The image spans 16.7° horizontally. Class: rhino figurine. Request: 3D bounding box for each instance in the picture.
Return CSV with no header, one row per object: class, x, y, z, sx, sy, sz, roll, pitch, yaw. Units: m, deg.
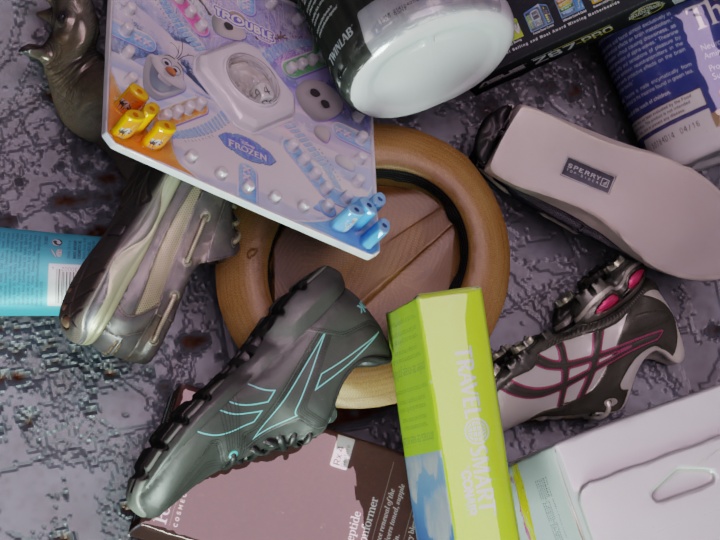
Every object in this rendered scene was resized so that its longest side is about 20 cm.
rhino figurine,-0.157,-0.118,1.641,0.200,0.060,0.087,45,98,1

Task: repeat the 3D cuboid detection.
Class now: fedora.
fedora,0.000,0.000,1.642,0.201,0.082,0.201,1,82,-7

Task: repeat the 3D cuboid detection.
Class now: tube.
tube,-0.251,0.000,1.611,0.200,0.050,0.077,3,76,-8

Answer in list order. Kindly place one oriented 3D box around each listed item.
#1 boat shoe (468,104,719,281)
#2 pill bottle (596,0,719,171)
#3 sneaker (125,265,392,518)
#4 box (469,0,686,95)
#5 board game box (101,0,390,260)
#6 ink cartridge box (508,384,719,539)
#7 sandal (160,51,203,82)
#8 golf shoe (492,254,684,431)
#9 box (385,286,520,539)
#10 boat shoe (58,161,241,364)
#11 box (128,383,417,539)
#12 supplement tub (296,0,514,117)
boat shoe,0.165,-0.057,1.679,0.200,0.093,0.075,29,89,-9
pill bottle,0.219,-0.173,1.705,0.111,0.111,0.200,-20,84,-15
sneaker,-0.063,0.089,1.543,0.079,0.075,0.200,46,79,-8
box,0.133,-0.231,1.649,0.200,0.049,0.161,-23,77,12
board game box,-0.069,-0.121,1.555,0.200,0.026,0.200,23,43,-27
ink cartridge box,0.183,0.166,1.585,0.145,0.200,0.145,-18,83,-14
sandal,-0.126,-0.187,1.621,0.080,0.057,0.201,11,33,-28
golf shoe,0.134,0.075,1.660,0.200,0.077,0.088,-37,95,-15
box,0.058,0.117,1.530,0.048,0.122,0.200,-7,85,-10
boat shoe,-0.117,-0.030,1.582,0.073,0.074,0.200,33,85,-21
box,-0.041,0.152,1.609,0.200,0.075,0.100,17,77,-6
supplement tub,0.009,-0.210,1.587,0.123,0.123,0.200,-17,66,-14
